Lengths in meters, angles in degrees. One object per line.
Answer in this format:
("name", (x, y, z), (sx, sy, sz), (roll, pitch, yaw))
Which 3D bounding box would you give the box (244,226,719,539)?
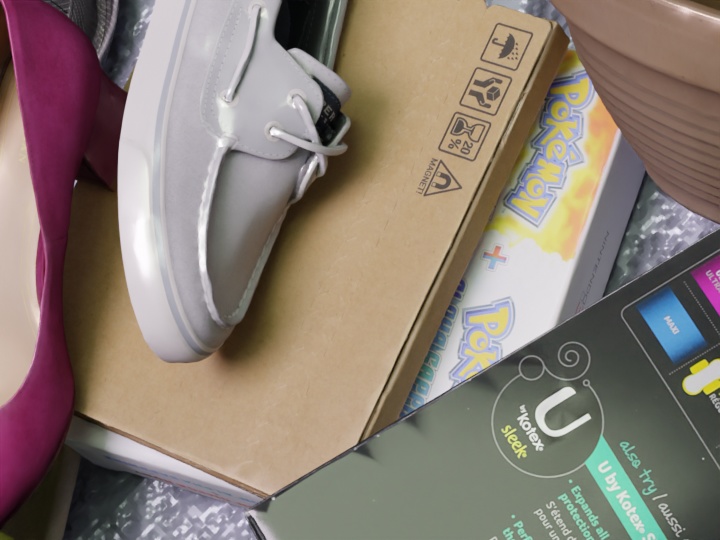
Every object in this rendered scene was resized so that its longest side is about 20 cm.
("box", (0.083, 0.086, 0.762), (0.199, 0.149, 0.125), (-31, 76, -5))

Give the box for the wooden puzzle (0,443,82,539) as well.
("wooden puzzle", (-0.205, 0.083, 0.887), (0.199, 0.037, 0.186), (20, 64, -19))

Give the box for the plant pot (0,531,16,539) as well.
("plant pot", (-0.124, 0.167, 0.739), (0.200, 0.200, 0.193), (-45, 103, -1))

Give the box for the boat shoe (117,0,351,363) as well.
("boat shoe", (-0.036, -0.062, 0.866), (0.068, 0.072, 0.201), (-3, 59, 24))

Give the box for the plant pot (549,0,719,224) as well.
("plant pot", (0.154, -0.071, 0.832), (0.200, 0.201, 0.093), (23, 119, 26))

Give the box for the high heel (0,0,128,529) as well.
("high heel", (-0.141, 0.001, 0.864), (0.067, 0.096, 0.201), (5, 71, 26))

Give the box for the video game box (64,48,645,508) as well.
("video game box", (0.000, 0.000, 0.913), (0.181, 0.047, 0.201), (14, 76, 22))

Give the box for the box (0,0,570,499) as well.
("box", (-0.033, -0.023, 0.896), (0.163, 0.021, 0.201), (20, 79, 29))

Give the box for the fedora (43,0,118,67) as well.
("fedora", (-0.204, -0.117, 1.006), (0.199, 0.090, 0.178), (13, 75, 24))
